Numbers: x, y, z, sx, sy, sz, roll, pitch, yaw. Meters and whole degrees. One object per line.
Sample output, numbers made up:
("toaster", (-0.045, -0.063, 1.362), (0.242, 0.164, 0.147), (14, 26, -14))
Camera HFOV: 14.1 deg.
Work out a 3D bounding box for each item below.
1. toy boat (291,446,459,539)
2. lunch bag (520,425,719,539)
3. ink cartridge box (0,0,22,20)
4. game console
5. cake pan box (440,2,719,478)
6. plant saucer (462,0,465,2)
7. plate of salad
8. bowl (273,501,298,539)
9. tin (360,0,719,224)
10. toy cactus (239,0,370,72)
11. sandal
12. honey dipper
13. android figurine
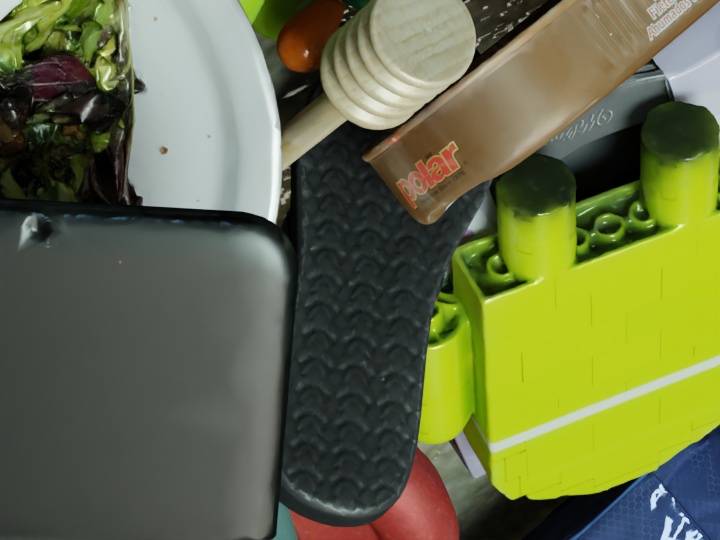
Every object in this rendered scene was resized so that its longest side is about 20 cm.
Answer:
("toy boat", (-0.049, 0.138, 1.205), (0.199, 0.131, 0.131), (-15, 141, -18))
("lunch bag", (0.128, 0.166, 1.314), (0.200, 0.132, 0.136), (-43, 180, 19))
("ink cartridge box", (-0.177, -0.090, 0.868), (0.200, 0.116, 0.068), (-42, 142, 17))
("game console", (-0.126, 0.052, 0.906), (0.198, 0.117, 0.176), (4, 168, -5))
("cake pan box", (0.095, -0.021, 1.185), (0.183, 0.052, 0.200), (-28, 143, -5))
("plant saucer", (0.030, -0.170, 0.995), (0.070, 0.019, 0.200), (-29, 144, 0))
("plate of salad", (-0.124, -0.035, 0.929), (0.200, 0.200, 0.048), (-37, -174, 11))
("bowl", (-0.118, 0.062, 1.060), (0.199, 0.106, 0.201), (0, 161, 0))
("tin", (0.081, -0.083, 1.026), (0.200, 0.042, 0.112), (-40, 179, -37))
("toy cactus", (0.009, -0.126, 0.954), (0.164, 0.103, 0.200), (0, 152, -8))
("sandal", (0.000, 0.000, 1.062), (0.075, 0.201, 0.045), (18, 156, -9))
("honey dipper", (-0.018, -0.050, 1.001), (0.038, 0.038, 0.200), (-9, 169, -25))
("android figurine", (0.098, 0.020, 1.160), (0.181, 0.041, 0.201), (-22, 142, -11))
